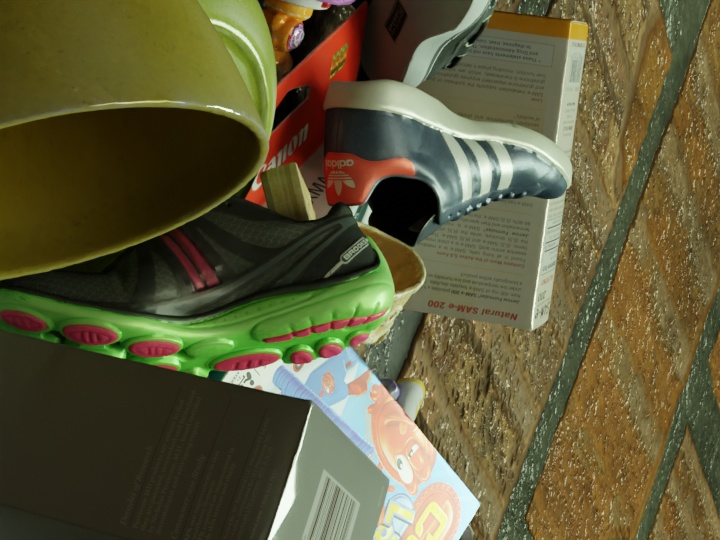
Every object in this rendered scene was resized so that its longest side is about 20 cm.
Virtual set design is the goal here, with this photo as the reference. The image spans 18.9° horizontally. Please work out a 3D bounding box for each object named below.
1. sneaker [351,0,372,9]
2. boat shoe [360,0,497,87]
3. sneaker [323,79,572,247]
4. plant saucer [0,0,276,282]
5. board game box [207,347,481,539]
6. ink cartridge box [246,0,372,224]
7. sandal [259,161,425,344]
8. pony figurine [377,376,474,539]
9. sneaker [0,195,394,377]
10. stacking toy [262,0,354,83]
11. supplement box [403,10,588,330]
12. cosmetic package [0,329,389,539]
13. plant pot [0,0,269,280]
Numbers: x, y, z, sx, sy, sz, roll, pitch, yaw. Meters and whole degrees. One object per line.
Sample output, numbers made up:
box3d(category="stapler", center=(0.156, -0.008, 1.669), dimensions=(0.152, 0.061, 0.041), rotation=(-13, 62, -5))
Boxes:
box3d(category="sneaker", center=(0.027, -0.255, 1.330), dimensions=(0.078, 0.065, 0.202), rotation=(-38, 133, -59))
box3d(category="boat shoe", center=(0.050, -0.162, 1.258), dimensions=(0.056, 0.069, 0.200), rotation=(-23, 171, -21))
box3d(category="sneaker", center=(0.048, -0.051, 1.287), dimensions=(0.199, 0.075, 0.085), rotation=(14, 81, -43))
box3d(category="plant saucer", center=(-0.111, -0.060, 1.066), dimensions=(0.199, 0.031, 0.201), rotation=(-30, 138, -31))
box3d(category="board game box", center=(-0.051, 0.138, 1.137), dimensions=(0.196, 0.056, 0.201), rotation=(50, 62, -33))
box3d(category="ink cartridge box", center=(-0.035, -0.037, 1.263), dimensions=(0.200, 0.043, 0.174), rotation=(-49, 158, -47))
box3d(category="sandal", center=(0.001, 0.005, 1.189), dimensions=(0.212, 0.069, 0.078), rotation=(71, 4, -60))
box3d(category="pony figurine", center=(0.004, 0.169, 1.375), dimensions=(0.194, 0.165, 0.201), rotation=(82, 15, -49))
box3d(category="sneaker", center=(-0.084, 0.007, 1.060), dimensions=(0.077, 0.198, 0.084), rotation=(117, -37, -56))
box3d(category="stacking toy", center=(-0.028, -0.190, 1.225), dimensions=(0.201, 0.109, 0.116), rotation=(-70, 166, 14))
box3d(category="supplement box", center=(0.071, -0.070, 1.412), dimensions=(0.073, 0.125, 0.202), rotation=(-19, 118, -75))
box3d(category="cosmetic package", center=(-0.099, 0.093, 0.981), dimensions=(0.107, 0.199, 0.091), rotation=(47, 55, -56))
box3d(category="plant pot", center=(-0.151, -0.093, 0.909), dimensions=(0.200, 0.199, 0.143), rotation=(15, 57, -64))
